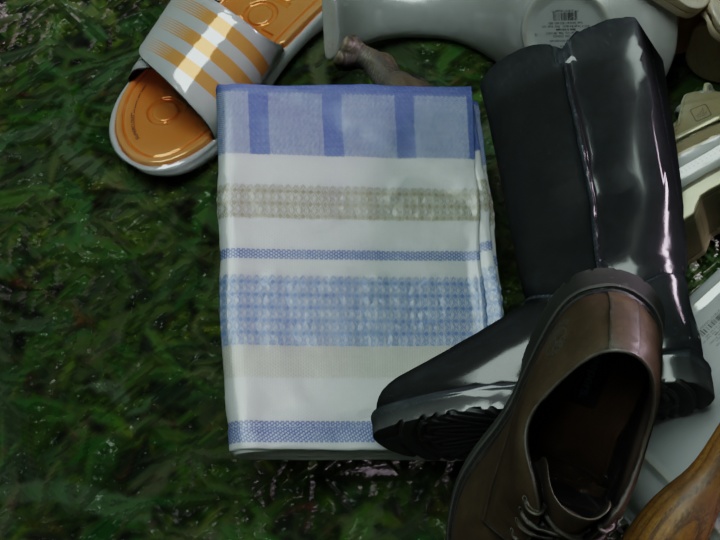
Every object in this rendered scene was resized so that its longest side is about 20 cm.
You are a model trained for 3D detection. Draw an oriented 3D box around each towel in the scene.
[{"bbox_3d":[0.000,0.000,1.008,0.146,0.024,0.201,0,70,-11],"label":"towel"}]

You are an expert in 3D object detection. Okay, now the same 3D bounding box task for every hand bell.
[{"bbox_3d":[0.167,0.073,0.881,0.104,0.104,0.201,38,95,31],"label":"hand bell"}]

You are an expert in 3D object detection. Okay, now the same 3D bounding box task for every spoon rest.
[{"bbox_3d":[0.080,-0.139,1.110,0.199,0.100,0.061,5,18,22],"label":"spoon rest"}]

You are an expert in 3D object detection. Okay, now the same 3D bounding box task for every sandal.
[{"bbox_3d":[-0.075,-0.144,1.154,0.079,0.059,0.207,28,65,27],"label":"sandal"}]

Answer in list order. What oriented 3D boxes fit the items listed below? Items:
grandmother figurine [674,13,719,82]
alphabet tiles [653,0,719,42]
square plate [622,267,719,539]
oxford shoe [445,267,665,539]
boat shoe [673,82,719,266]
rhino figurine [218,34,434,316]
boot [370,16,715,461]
[{"bbox_3d":[0.208,-0.205,1.144,0.121,0.061,0.201,30,60,-3],"label":"grandmother figurine"},{"bbox_3d":[0.212,-0.210,1.102,0.195,0.015,0.201,30,59,-11],"label":"alphabet tiles"},{"bbox_3d":[0.206,0.060,0.927,0.200,0.028,0.198,-42,46,-1],"label":"square plate"},{"bbox_3d":[0.080,0.103,0.877,0.072,0.201,0.085,13,22,-2],"label":"oxford shoe"},{"bbox_3d":[0.188,-0.063,1.035,0.199,0.075,0.069,-30,61,-9],"label":"boat shoe"},{"bbox_3d":[-0.012,-0.027,1.059,0.087,0.060,0.201,24,66,13],"label":"rhino figurine"},{"bbox_3d":[0.079,-0.017,0.977,0.164,0.066,0.201,-10,64,9],"label":"boot"}]
